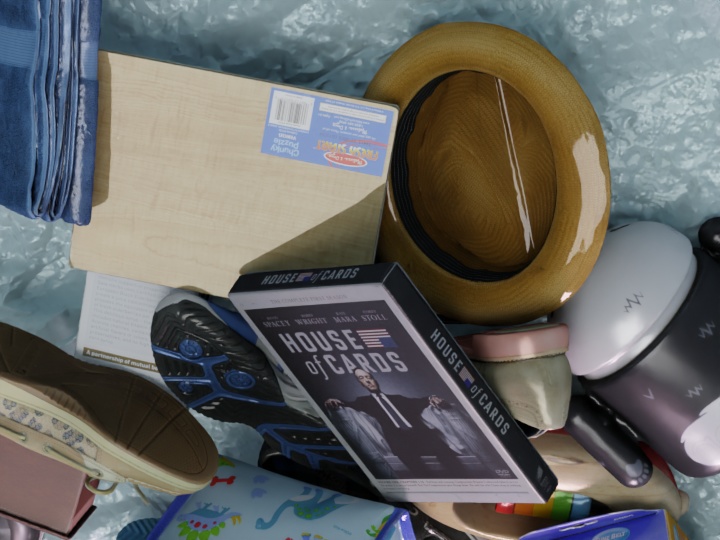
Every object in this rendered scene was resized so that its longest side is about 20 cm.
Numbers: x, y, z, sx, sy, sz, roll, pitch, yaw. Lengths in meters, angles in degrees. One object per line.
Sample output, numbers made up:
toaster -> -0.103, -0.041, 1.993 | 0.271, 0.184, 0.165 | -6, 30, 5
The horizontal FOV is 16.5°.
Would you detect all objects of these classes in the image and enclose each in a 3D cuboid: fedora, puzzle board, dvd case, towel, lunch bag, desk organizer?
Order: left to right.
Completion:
desk organizer -> -0.281, 0.115, 1.782 | 0.200, 0.072, 0.077 | 20, 106, 5
towel -> -0.209, -0.133, 1.610 | 0.048, 0.112, 0.200 | -4, 103, -30
puzzle board -> -0.083, -0.055, 1.621 | 0.200, 0.017, 0.151 | 11, 109, 2
lunch bag -> -0.073, 0.239, 1.692 | 0.170, 0.200, 0.128 | 14, 142, 33
dvd case -> 0.021, 0.076, 1.608 | 0.150, 0.025, 0.200 | -5, 131, 47
fedora -> 0.088, -0.067, 1.620 | 0.200, 0.082, 0.201 | 8, 108, 26

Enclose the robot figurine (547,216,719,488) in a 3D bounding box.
robot figurine -> 0.215, 0.057, 1.658 | 0.200, 0.150, 0.125 | 41, 134, -14

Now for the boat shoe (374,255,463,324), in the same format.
boat shoe -> 0.000, 0.000, 1.697 | 0.200, 0.073, 0.065 | 14, 145, -7

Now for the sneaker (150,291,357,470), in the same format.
sneaker -> -0.069, 0.064, 1.701 | 0.076, 0.077, 0.200 | -20, 138, 33

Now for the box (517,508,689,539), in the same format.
box -> 0.184, 0.226, 1.745 | 0.119, 0.042, 0.200 | -17, 148, 18

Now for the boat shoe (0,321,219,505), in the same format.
boat shoe -> -0.190, 0.102, 1.691 | 0.200, 0.073, 0.063 | 28, 126, 7

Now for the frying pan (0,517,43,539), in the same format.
frying pan -> -0.269, 0.164, 1.850 | 0.115, 0.031, 0.190 | 42, 120, -14

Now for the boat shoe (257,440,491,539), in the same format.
boat shoe -> 0.010, 0.179, 1.776 | 0.200, 0.057, 0.069 | 34, 117, 1

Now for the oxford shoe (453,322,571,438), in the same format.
oxford shoe -> 0.091, 0.077, 1.650 | 0.071, 0.200, 0.074 | -9, 88, -9

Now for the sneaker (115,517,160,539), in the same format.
sneaker -> -0.090, 0.240, 1.841 | 0.200, 0.077, 0.081 | 17, 142, -5

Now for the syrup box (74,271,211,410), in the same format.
syrup box -> -0.146, 0.018, 1.719 | 0.081, 0.079, 0.200 | 14, 119, 2

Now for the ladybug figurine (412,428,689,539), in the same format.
ladybug figurine -> 0.130, 0.140, 1.730 | 0.200, 0.072, 0.136 | 10, 148, -3
